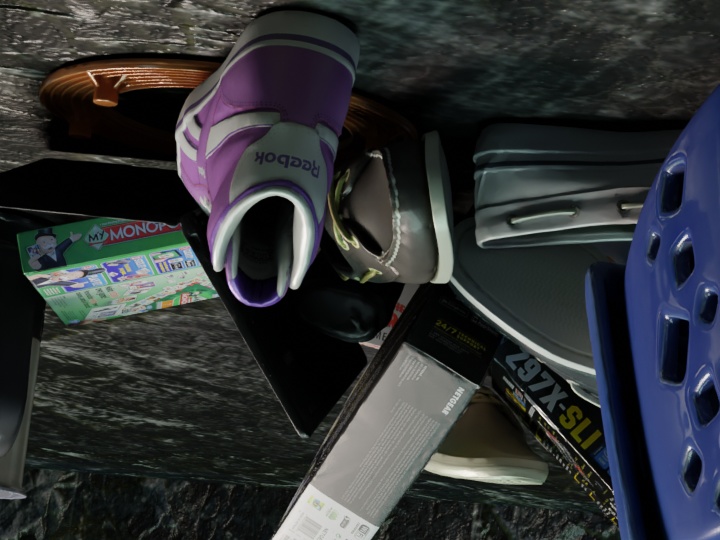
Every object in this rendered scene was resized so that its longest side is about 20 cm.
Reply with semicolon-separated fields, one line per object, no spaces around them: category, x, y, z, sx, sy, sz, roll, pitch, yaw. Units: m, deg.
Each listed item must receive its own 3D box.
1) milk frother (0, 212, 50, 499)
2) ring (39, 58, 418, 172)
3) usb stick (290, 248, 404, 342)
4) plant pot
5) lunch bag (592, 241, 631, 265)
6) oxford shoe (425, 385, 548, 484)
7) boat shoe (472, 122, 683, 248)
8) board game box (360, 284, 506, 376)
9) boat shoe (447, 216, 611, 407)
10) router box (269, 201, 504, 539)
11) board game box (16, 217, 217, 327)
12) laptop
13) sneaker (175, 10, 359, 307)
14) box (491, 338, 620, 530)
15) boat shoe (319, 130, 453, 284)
milk frother;-0.313;0.047;1.468;0.199;0.189;0.181;7;168;-7
ring;-0.069;-0.073;1.133;0.199;0.019;0.200;7;171;1
usb stick;0.000;0.000;1.242;0.055;0.033;0.200;13;-165;4
plant pot;0.215;0.052;0.983;0.199;0.201;0.180;10;146;-25
lunch bag;0.217;0.003;1.209;0.160;0.076;0.200;1;167;39
oxford shoe;0.064;0.096;1.360;0.075;0.058;0.200;11;-175;-16
boat shoe;0.152;-0.032;1.072;0.199;0.067;0.074;2;169;23
board game box;0.026;0.030;1.408;0.151;0.047;0.200;15;180;9
boat shoe;0.127;0.038;1.125;0.199;0.076;0.060;28;149;-2
router box;0.028;0.066;1.216;0.051;0.149;0.200;31;133;-1
board game box;-0.142;-0.004;1.421;0.134;0.029;0.200;-12;170;-3
laptop;-0.105;0.008;1.186;0.115;0.201;0.187;-29;-176;13
sneaker;-0.054;-0.031;1.013;0.072;0.115;0.201;10;161;-7
box;0.145;0.104;1.276;0.160;0.049;0.200;50;178;9
boat shoe;0.011;-0.025;1.086;0.060;0.072;0.201;-3;174;-3
